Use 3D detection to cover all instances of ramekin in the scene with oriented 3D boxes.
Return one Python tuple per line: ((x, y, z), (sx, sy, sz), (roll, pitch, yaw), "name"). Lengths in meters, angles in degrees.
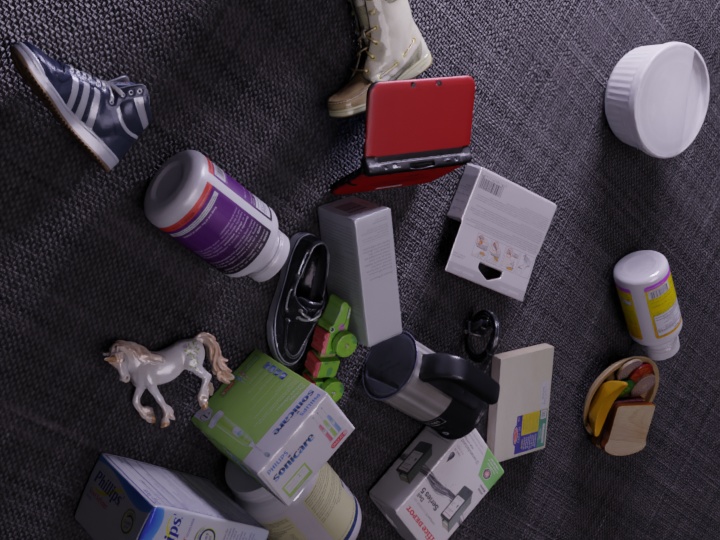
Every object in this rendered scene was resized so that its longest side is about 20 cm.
((0.519, -0.305, 1.965), (0.200, 0.094, 0.206), (-11, 110, -33), "ramekin")

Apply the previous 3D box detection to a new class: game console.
((0.061, -0.199, 1.646), (0.198, 0.172, 0.121), (-10, 83, -33), "game console")

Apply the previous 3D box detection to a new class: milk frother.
((0.127, 0.140, 1.804), (0.187, 0.179, 0.202), (33, 41, -38), "milk frother")

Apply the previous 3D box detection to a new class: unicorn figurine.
((-0.276, 0.143, 1.536), (0.199, 0.073, 0.139), (-29, 111, -43), "unicorn figurine")

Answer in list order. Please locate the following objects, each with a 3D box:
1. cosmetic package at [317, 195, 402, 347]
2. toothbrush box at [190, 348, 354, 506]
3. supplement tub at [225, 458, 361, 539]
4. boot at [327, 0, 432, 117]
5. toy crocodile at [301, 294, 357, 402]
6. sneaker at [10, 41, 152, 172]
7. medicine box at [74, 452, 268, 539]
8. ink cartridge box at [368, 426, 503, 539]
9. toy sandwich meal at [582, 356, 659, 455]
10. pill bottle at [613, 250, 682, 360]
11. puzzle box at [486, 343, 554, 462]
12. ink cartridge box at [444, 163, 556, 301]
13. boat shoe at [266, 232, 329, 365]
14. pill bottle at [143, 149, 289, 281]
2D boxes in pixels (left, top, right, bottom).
((0.000, 0.000, 1.669), (0.071, 0.101, 0.203), (-19, 115, -31), "cosmetic package")
((-0.127, 0.218, 1.579), (0.146, 0.199, 0.086), (-48, 125, -15), "toothbrush box")
((-0.101, 0.340, 1.671), (0.145, 0.144, 0.201), (-45, 125, -16), "supplement tub")
((0.010, -0.325, 1.596), (0.199, 0.072, 0.156), (-39, 124, -27), "boot")
((-0.056, 0.135, 1.678), (0.061, 0.067, 0.203), (0, 113, -38), "toy crocodile")
((-0.336, -0.227, 1.368), (0.108, 0.070, 0.201), (-44, 132, -11), "sneaker")
((-0.261, 0.350, 1.530), (0.198, 0.181, 0.104), (23, 90, -38), "medicine box")
((0.130, 0.360, 1.886), (0.200, 0.084, 0.146), (-47, 126, -16), "ink cartridge box")
((0.508, 0.261, 2.124), (0.202, 0.070, 0.208), (-16, 126, -23), "toy sandwich meal")
((0.548, 0.070, 2.095), (0.104, 0.104, 0.202), (-36, 123, -22), "pill bottle")
((0.287, 0.239, 2.003), (0.131, 0.025, 0.203), (-9, 109, -35), "puzzle box")
((0.225, -0.061, 1.852), (0.198, 0.044, 0.179), (21, 91, -38), "ink cartridge box")
((-0.085, 0.048, 1.641), (0.071, 0.067, 0.203), (7, 100, -37), "boat shoe")
((-0.189, -0.066, 1.501), (0.199, 0.112, 0.113), (39, 81, -37), "pill bottle")
